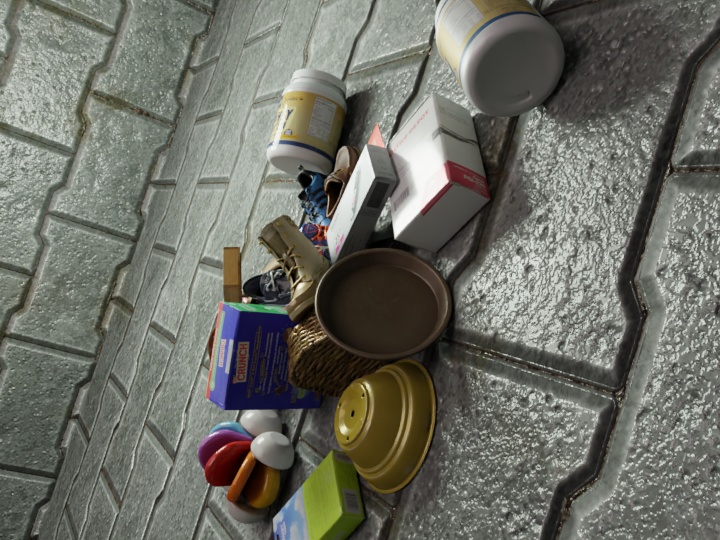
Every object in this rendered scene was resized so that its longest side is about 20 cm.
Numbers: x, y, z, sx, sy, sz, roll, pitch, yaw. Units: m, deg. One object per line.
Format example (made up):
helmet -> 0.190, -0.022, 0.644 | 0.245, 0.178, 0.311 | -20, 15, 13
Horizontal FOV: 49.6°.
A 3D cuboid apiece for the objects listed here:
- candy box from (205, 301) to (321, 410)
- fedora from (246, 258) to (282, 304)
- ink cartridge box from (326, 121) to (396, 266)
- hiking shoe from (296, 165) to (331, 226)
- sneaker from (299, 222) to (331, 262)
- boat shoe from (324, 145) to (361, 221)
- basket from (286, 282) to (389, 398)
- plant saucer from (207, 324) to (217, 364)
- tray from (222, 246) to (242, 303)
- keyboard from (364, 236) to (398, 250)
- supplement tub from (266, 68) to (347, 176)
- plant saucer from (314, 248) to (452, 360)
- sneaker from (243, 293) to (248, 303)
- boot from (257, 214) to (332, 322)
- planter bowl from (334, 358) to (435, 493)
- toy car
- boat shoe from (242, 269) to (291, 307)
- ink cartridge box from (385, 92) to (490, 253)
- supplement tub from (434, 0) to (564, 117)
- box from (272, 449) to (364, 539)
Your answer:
candy box -> -0.154, 0.149, 1.344 | 0.077, 0.200, 0.170 | 13, 94, 49
fedora -> -0.153, 0.062, 1.565 | 0.200, 0.082, 0.201 | -35, 41, 37
ink cartridge box -> -0.008, -0.129, 1.315 | 0.174, 0.043, 0.200 | -104, 31, -45
hiking shoe -> -0.090, -0.123, 1.563 | 0.074, 0.087, 0.200 | -50, 33, 34
sneaker -> -0.077, -0.054, 1.445 | 0.200, 0.078, 0.075 | -17, 38, 27
boat shoe -> -0.033, -0.168, 1.508 | 0.072, 0.067, 0.200 | -41, 39, 44
basket -> -0.035, 0.091, 1.255 | 0.200, 0.142, 0.149 | -46, 34, 43
plant saucer -> -0.208, 0.178, 1.510 | 0.200, 0.200, 0.032 | -46, -4, 39
tray -> -0.250, 0.056, 1.535 | 0.200, 0.037, 0.099 | 98, 167, -50
keyboard -> 0.000, 0.000, 1.329 | 0.127, 0.021, 0.200 | -52, 12, -14
supplement tub -> -0.110, -0.312, 1.662 | 0.144, 0.144, 0.201 | -8, 66, 60
plant saucer -> 0.034, 0.051, 1.140 | 0.030, 0.199, 0.200 | 89, 178, -52
sneaker -> -0.264, 0.124, 1.736 | 0.105, 0.075, 0.201 | -55, 26, 38
boot -> -0.111, -0.009, 1.271 | 0.073, 0.156, 0.200 | -38, 5, 23
planter bowl -> 0.018, 0.218, 1.143 | 0.200, 0.083, 0.201 | -41, 40, 45
toy car -> -0.224, 0.350, 1.433 | 0.175, 0.150, 0.200 | -64, 28, 12
boat shoe -> -0.153, 0.029, 1.445 | 0.200, 0.068, 0.072 | -5, 63, 54
ink cartridge box -> 0.113, -0.151, 1.209 | 0.146, 0.085, 0.200 | -46, 38, 40
supplement tub -> 0.190, -0.325, 1.112 | 0.145, 0.144, 0.200 | -55, 30, 28
box -> -0.070, 0.392, 1.232 | 0.200, 0.048, 0.122 | -54, 31, 30
